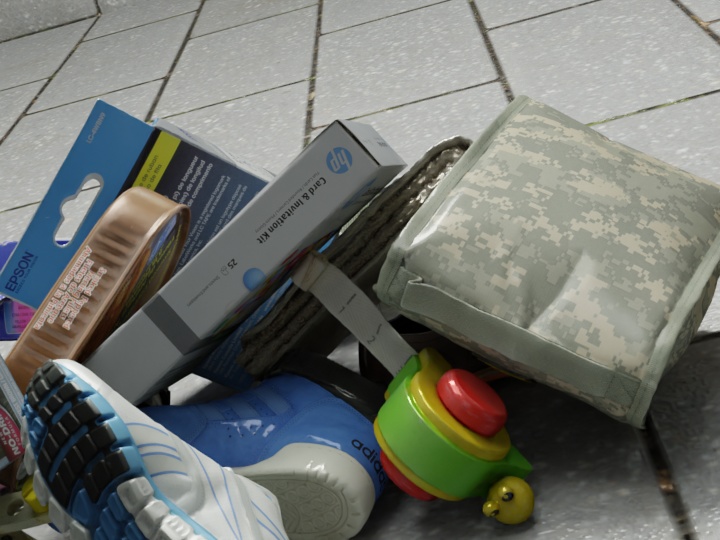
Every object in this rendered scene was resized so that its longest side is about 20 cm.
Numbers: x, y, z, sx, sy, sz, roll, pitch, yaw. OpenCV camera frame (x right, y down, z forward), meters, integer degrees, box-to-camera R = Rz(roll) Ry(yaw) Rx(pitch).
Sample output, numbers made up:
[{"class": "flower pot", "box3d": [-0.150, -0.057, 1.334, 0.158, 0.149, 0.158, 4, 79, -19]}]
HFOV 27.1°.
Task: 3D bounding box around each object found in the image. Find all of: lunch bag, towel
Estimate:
[{"class": "lunch bag", "box3d": [0.115, 0.004, 0.860, 0.164, 0.118, 0.200, 27, 34, 14]}, {"class": "towel", "box3d": [0.000, 0.000, 0.968, 0.200, 0.034, 0.133, -44, -10, -6]}]

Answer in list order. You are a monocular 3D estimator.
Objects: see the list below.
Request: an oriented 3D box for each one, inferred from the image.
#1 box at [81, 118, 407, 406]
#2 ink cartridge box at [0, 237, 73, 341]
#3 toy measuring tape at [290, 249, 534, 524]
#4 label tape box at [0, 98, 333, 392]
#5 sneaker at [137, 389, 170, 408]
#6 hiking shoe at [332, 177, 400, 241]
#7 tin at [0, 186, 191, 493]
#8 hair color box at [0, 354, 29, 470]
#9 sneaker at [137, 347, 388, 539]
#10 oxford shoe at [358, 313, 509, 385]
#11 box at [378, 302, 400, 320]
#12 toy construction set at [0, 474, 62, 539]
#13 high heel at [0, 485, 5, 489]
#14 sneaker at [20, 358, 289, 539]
[{"class": "box", "box3d": [-0.062, -0.007, 0.886, 0.200, 0.041, 0.156, -44, -2, 8]}, {"class": "ink cartridge box", "box3d": [-0.233, 0.014, 1.129, 0.136, 0.076, 0.200, -4, -2, 33]}, {"class": "toy measuring tape", "box3d": [0.019, 0.062, 0.810, 0.074, 0.074, 0.200, -30, 65, -32]}, {"class": "label tape box", "box3d": [-0.131, -0.020, 0.996, 0.143, 0.200, 0.066, -60, 32, 7]}, {"class": "sneaker", "box3d": [-0.159, 0.082, 1.001, 0.088, 0.074, 0.200, -30, 25, -28]}, {"class": "hiking shoe", "box3d": [-0.052, -0.025, 1.097, 0.200, 0.101, 0.076, -31, 15, 18]}, {"class": "tin", "box3d": [-0.163, 0.038, 0.880, 0.042, 0.112, 0.200, 25, 63, 8]}, {"class": "hair color box", "box3d": [-0.275, 0.084, 0.812, 0.200, 0.099, 0.061, -20, 11, 35]}, {"class": "sneaker", "box3d": [-0.069, 0.098, 0.881, 0.200, 0.077, 0.111, 0, 31, 27]}, {"class": "oxford shoe", "box3d": [0.085, 0.028, 0.954, 0.200, 0.073, 0.071, -28, 23, -29]}, {"class": "box", "box3d": [0.108, -0.003, 1.068, 0.200, 0.039, 0.041, -11, 22, 15]}, {"class": "toy construction set", "box3d": [-0.245, 0.167, 0.817, 0.200, 0.092, 0.131, -6, 46, 46]}, {"class": "high heel", "box3d": [-0.297, 0.110, 1.047, 0.096, 0.067, 0.200, -13, 31, -24]}, {"class": "sneaker", "box3d": [-0.091, 0.120, 0.759, 0.087, 0.200, 0.075, -24, -23, -52]}]
